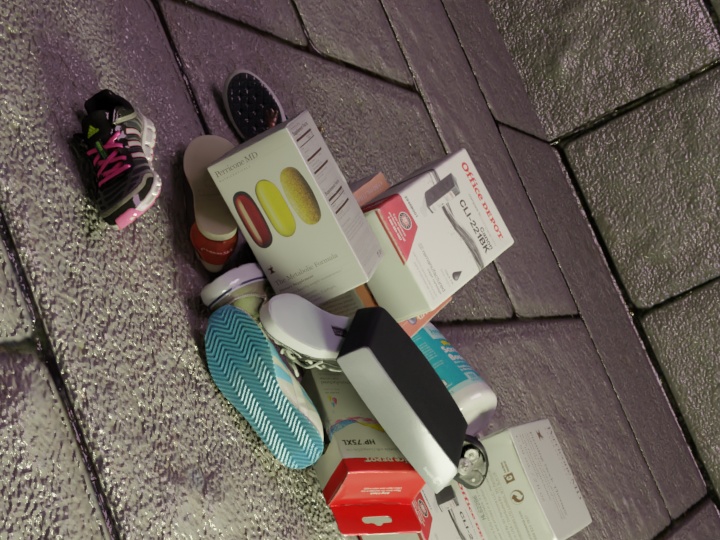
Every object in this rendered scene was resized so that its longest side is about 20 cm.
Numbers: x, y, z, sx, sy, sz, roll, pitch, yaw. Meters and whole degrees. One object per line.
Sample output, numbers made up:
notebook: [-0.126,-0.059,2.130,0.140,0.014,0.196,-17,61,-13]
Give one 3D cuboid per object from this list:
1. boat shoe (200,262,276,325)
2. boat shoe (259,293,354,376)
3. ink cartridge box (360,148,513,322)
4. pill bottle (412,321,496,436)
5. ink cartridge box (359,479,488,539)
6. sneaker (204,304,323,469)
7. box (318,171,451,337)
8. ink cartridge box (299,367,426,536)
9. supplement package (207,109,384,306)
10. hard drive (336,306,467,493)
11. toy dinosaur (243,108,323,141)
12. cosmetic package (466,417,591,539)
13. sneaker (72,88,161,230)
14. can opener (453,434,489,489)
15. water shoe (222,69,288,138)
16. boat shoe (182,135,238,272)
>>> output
boat shoe: [-0.121,0.034,1.603,0.062,0.072,0.200,59,17,12]
boat shoe: [-0.060,0.078,1.545,0.199,0.068,0.074,14,48,-58]
ink cartridge box: [0.086,-0.046,1.728,0.200,0.084,0.145,-37,101,-44]
pill bottle: [0.088,0.143,1.871,0.200,0.111,0.111,48,12,30]
ink cartridge box: [0.085,0.340,1.709,0.200,0.084,0.145,4,61,-67]
sneaker: [-0.111,0.128,1.533,0.200,0.076,0.081,60,4,-8]
box: [0.000,0.000,1.777,0.152,0.106,0.200,-41,105,-43]
ink cartridge box: [0.006,0.209,1.594,0.116,0.067,0.200,3,44,-29]
supplement package: [-0.073,-0.067,1.586,0.200,0.114,0.110,61,18,-10]
hard drive: [0.054,0.142,1.558,0.200,0.042,0.135,54,24,-15]
toy dinosaur: [-0.116,-0.117,1.714,0.086,0.200,0.136,25,23,0]
cosmetic package: [0.194,0.315,1.883,0.200,0.166,0.168,4,61,-67]
sneaker: [-0.266,-0.124,1.454,0.087,0.074,0.200,47,21,-36]
can opener: [0.084,0.208,1.738,0.200,0.063,0.079,36,-11,-13]
water shoe: [-0.129,-0.190,1.890,0.200,0.071,0.079,55,-5,-17]
boat shoe: [-0.177,-0.085,1.632,0.200,0.071,0.063,-102,-164,-45]
